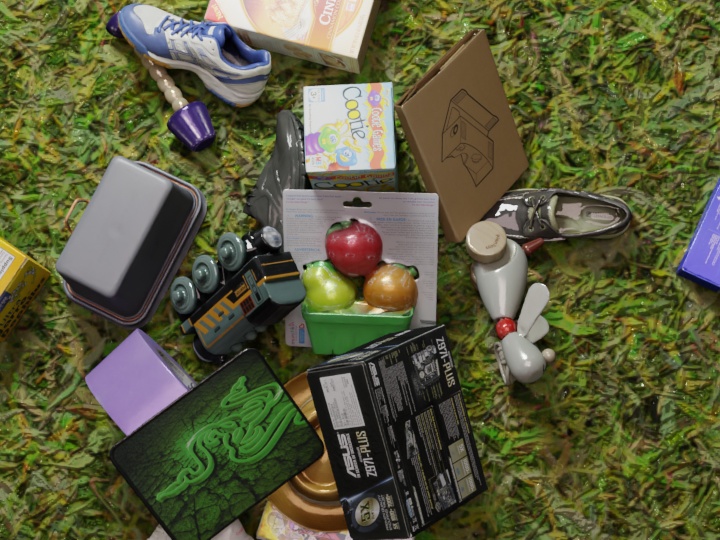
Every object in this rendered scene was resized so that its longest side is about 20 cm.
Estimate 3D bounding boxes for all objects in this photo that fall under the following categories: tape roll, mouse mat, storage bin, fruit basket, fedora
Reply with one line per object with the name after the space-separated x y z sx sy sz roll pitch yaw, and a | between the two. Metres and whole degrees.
-0.221 0.167 1.619 0.085 0.200 0.200 -43 82 -5 | tape roll
-0.155 0.200 1.537 0.200 0.008 0.161 -37 111 -8 | mouse mat
-0.293 -0.048 1.690 0.145 0.134 0.200 26 82 6 | storage bin
0.000 0.000 1.661 0.185 0.094 0.200 1 104 5 | fruit basket
-0.032 0.203 1.618 0.200 0.082 0.201 0 80 1 | fedora

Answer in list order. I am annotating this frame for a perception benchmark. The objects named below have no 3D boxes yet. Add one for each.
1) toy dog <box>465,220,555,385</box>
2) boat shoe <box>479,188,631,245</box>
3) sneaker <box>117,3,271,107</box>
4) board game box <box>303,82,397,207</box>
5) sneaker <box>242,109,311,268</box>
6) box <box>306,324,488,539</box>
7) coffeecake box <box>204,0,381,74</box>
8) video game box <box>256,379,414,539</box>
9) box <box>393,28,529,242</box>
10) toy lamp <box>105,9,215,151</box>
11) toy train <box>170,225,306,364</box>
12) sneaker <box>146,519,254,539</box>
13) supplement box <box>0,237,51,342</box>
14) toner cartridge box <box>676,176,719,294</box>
0.194 0.032 1.657 0.096 0.132 0.200 -17 81 -2 | toy dog
0.232 -0.070 1.703 0.200 0.066 0.072 0 83 3 | boat shoe
-0.199 -0.286 1.724 0.200 0.088 0.075 27 51 -11 | sneaker
-0.008 -0.145 1.659 0.103 0.200 0.105 -2 80 2 | board game box
-0.101 -0.101 1.724 0.091 0.076 0.200 -4 78 9 | sneaker
0.043 0.179 1.555 0.086 0.164 0.200 -12 96 39 | box
-0.077 -0.352 1.760 0.200 0.073 0.154 15 83 5 | coffeecake box
-0.009 0.251 1.674 0.182 0.047 0.200 18 82 3 | video game box
0.123 -0.158 1.649 0.021 0.200 0.164 12 47 41 | box
-0.249 -0.238 1.759 0.058 0.058 0.200 -34 78 -3 | toy lamp
-0.148 0.030 1.658 0.200 0.085 0.114 -39 68 38 | toy train
-0.220 0.319 1.634 0.200 0.078 0.100 -19 101 16 | sneaker
-0.500 -0.015 1.707 0.200 0.110 0.109 33 84 8 | supplement box
0.471 -0.068 1.704 0.095 0.043 0.200 26 83 5 | toner cartridge box
